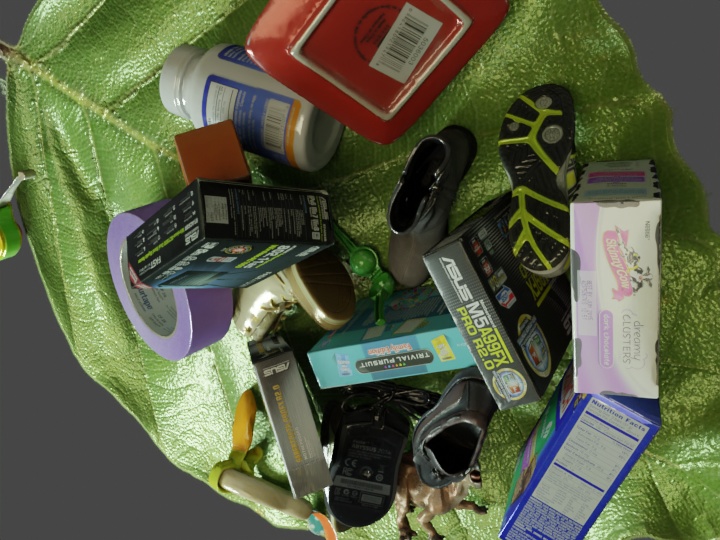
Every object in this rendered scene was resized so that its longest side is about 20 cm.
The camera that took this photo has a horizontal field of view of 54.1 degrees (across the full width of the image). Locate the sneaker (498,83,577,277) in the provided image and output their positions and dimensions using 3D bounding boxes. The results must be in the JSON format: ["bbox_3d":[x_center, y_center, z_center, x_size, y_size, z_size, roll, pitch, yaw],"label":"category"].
[{"bbox_3d":[0.179,-0.088,0.702,0.075,0.076,0.202,0,73,24],"label":"sneaker"}]

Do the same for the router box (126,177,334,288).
[{"bbox_3d":[-0.144,-0.031,0.755,0.199,0.149,0.063,-23,73,50],"label":"router box"}]

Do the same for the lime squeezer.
[{"bbox_3d":[0.000,0.000,0.835,0.038,0.070,0.201,-57,44,31],"label":"lime squeezer"}]

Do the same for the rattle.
[{"bbox_3d":[-0.103,0.283,1.004,0.198,0.144,0.131,20,148,1],"label":"rattle"}]

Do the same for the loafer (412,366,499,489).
[{"bbox_3d":[0.092,0.179,0.732,0.071,0.063,0.201,20,135,4],"label":"loafer"}]

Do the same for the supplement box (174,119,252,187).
[{"bbox_3d":[-0.156,-0.098,0.793,0.066,0.200,0.069,-18,81,-8],"label":"supplement box"}]

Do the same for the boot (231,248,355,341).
[{"bbox_3d":[-0.090,0.036,0.859,0.200,0.072,0.156,52,126,35],"label":"boot"}]

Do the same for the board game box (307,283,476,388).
[{"bbox_3d":[0.062,0.064,0.783,0.198,0.151,0.047,-13,105,28],"label":"board game box"}]

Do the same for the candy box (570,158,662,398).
[{"bbox_3d":[0.237,-0.003,0.652,0.071,0.200,0.170,1,107,20],"label":"candy box"}]

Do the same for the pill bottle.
[{"bbox_3d":[-0.124,-0.193,0.806,0.198,0.112,0.113,21,115,18],"label":"pill bottle"}]

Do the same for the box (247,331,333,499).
[{"bbox_3d":[-0.091,0.166,0.863,0.048,0.200,0.160,-17,95,-10],"label":"box"}]

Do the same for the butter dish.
[{"bbox_3d":[0.008,-0.265,0.710,0.198,0.149,0.200,28,119,-32],"label":"butter dish"}]

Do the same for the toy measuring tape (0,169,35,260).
[{"bbox_3d":[-0.527,-0.069,1.057,0.199,0.074,0.074,-36,91,30],"label":"toy measuring tape"}]

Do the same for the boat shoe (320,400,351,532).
[{"bbox_3d":[-0.023,0.258,0.941,0.066,0.071,0.203,33,131,41],"label":"boat shoe"}]

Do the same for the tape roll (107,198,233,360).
[{"bbox_3d":[-0.251,0.012,0.920,0.199,0.065,0.202,24,126,38],"label":"tape roll"}]

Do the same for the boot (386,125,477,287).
[{"bbox_3d":[0.057,-0.058,0.756,0.069,0.132,0.202,21,115,15],"label":"boot"}]

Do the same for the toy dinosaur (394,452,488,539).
[{"bbox_3d":[0.078,0.259,0.884,0.198,0.086,0.137,-7,105,30],"label":"toy dinosaur"}]

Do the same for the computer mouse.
[{"bbox_3d":[0.016,0.214,0.849,0.137,0.053,0.202,16,106,-7],"label":"computer mouse"}]

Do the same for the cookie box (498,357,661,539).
[{"bbox_3d":[0.228,0.175,0.736,0.075,0.171,0.201,27,115,10],"label":"cookie box"}]

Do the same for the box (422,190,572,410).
[{"bbox_3d":[0.150,0.017,0.699,0.044,0.200,0.161,-25,96,34],"label":"box"}]
